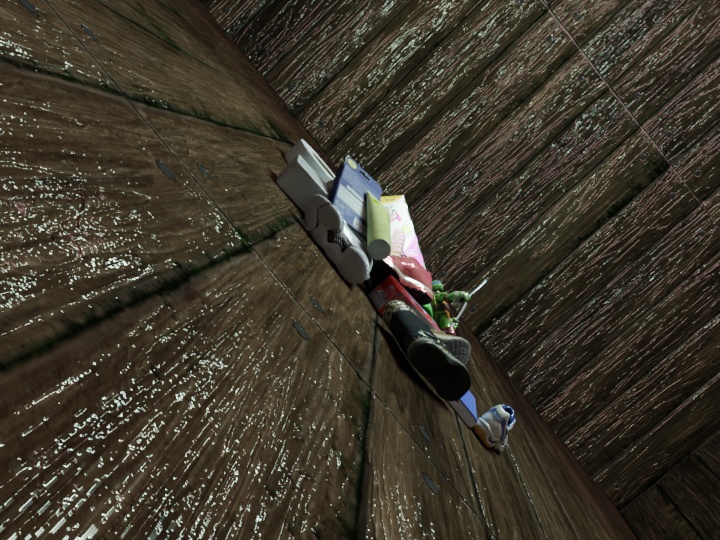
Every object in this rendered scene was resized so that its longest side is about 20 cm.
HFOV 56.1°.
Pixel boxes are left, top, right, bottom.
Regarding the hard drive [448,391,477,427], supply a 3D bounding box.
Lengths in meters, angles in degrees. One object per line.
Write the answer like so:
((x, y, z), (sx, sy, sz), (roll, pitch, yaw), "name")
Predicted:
((0.204, 0.259, 1.473), (0.133, 0.025, 0.200), (51, 7, 4), "hard drive")

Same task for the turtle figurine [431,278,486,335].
((0.241, 0.119, 1.678), (0.196, 0.143, 0.200), (16, 61, -31), "turtle figurine")

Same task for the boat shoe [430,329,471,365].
((0.168, 0.161, 1.457), (0.198, 0.077, 0.071), (25, 3, -46), "boat shoe")

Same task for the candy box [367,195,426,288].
((0.063, -0.070, 1.583), (0.133, 0.061, 0.205), (-7, 70, -29), "candy box")

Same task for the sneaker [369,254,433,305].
((0.084, -0.002, 1.493), (0.198, 0.073, 0.089), (35, 50, -28), "sneaker")

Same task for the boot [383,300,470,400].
((0.129, 0.153, 1.313), (0.204, 0.073, 0.154), (45, 6, -40), "boot")

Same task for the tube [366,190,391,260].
((0.039, -0.100, 1.442), (0.202, 0.050, 0.059), (-88, 175, -56), "tube")

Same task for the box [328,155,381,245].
((-0.012, -0.153, 1.490), (0.121, 0.032, 0.203), (40, 39, -23), "box")

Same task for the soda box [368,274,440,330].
((0.104, 0.101, 1.473), (0.200, 0.070, 0.064), (45, 9, -38), "soda box")

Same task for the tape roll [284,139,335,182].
((-0.127, -0.274, 1.924), (0.203, 0.070, 0.203), (49, 8, -9), "tape roll")

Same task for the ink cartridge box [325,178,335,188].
((-0.030, -0.127, 1.673), (0.201, 0.068, 0.116), (49, -15, -12), "ink cartridge box")

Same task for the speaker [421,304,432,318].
((0.111, 0.068, 1.629), (0.089, 0.088, 0.201), (45, 9, -27), "speaker")

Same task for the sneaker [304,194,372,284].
((-0.042, -0.060, 1.386), (0.203, 0.074, 0.115), (57, 8, 9), "sneaker")

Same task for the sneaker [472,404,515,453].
((0.303, 0.336, 1.458), (0.076, 0.088, 0.200), (50, 5, 22), "sneaker")

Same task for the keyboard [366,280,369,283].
((0.000, 0.000, 1.590), (0.200, 0.011, 0.056), (48, 3, -25), "keyboard")

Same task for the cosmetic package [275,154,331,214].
((-0.095, -0.156, 1.508), (0.201, 0.074, 0.102), (48, 9, -14), "cosmetic package")
